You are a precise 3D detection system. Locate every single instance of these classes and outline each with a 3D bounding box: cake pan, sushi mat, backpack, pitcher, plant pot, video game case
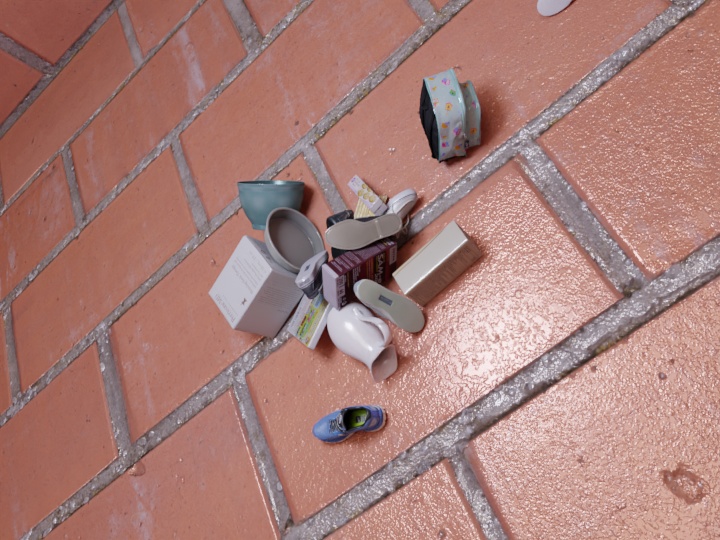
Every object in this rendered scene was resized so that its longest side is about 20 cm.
[{"bbox_3d":[-0.184,-0.079,1.762,0.037,0.197,0.204,-36,55,37],"label":"cake pan"},{"bbox_3d":[0.009,-0.114,1.751,0.094,0.012,0.205,11,80,34],"label":"sushi mat"},{"bbox_3d":[0.222,-0.394,1.599,0.150,0.201,0.180,-15,61,9],"label":"backpack"},{"bbox_3d":[0.006,0.148,1.567,0.200,0.119,0.175,43,142,35],"label":"pitcher"},{"bbox_3d":[-0.258,-0.189,1.867,0.196,0.198,0.138,8,104,35],"label":"plant pot"},{"bbox_3d":[-0.117,0.094,1.706,0.204,0.023,0.181,-64,25,-3],"label":"video game case"}]

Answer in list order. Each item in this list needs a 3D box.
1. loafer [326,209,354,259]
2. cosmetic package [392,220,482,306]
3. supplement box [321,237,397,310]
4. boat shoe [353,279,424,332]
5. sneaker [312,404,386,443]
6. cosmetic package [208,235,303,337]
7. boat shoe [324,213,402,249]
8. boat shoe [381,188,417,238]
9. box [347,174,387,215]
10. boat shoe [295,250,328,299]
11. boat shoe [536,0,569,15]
[{"bbox_3d":[-0.036,-0.068,1.673,0.071,0.203,0.073,-31,51,-23],"label":"loafer"},{"bbox_3d":[0.185,-0.014,1.541,0.199,0.103,0.074,-42,54,12],"label":"cosmetic package"},{"bbox_3d":[0.000,0.000,1.594,0.198,0.111,0.061,-30,50,-28],"label":"supplement box"},{"bbox_3d":[0.068,0.081,1.558,0.071,0.198,0.071,-58,15,-4],"label":"boat shoe"},{"bbox_3d":[-0.040,0.364,1.557,0.197,0.089,0.080,-23,60,25],"label":"sneaker"},{"bbox_3d":[-0.280,0.048,1.778,0.167,0.165,0.202,44,105,36],"label":"cosmetic package"},{"bbox_3d":[0.005,-0.096,1.588,0.195,0.063,0.075,-14,94,-8],"label":"boat shoe"},{"bbox_3d":[0.083,-0.117,1.662,0.201,0.074,0.087,-41,57,8],"label":"boat shoe"},{"bbox_3d":[0.017,-0.201,1.714,0.041,0.039,0.201,-44,31,6],"label":"box"},{"bbox_3d":[-0.112,0.012,1.654,0.071,0.069,0.201,-27,16,16],"label":"boat shoe"},{"bbox_3d":[0.521,-0.734,1.613,0.201,0.071,0.068,-50,18,25],"label":"boat shoe"}]
